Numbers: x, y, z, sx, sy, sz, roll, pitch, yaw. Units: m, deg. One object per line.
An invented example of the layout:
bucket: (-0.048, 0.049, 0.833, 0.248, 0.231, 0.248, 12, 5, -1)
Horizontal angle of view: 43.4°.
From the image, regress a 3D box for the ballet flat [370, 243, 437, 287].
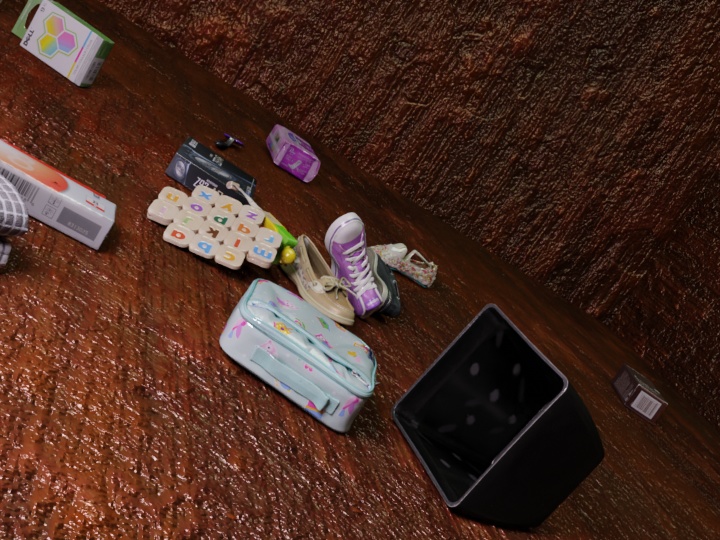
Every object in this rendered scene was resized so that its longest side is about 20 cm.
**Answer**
ballet flat: (0.100, -0.025, 2.082, 0.198, 0.065, 0.076, 26, 15, -35)

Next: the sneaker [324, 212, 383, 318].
sneaker: (0.001, 0.000, 1.490, 0.115, 0.072, 0.202, 51, -20, 32)

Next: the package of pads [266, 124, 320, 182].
package of pads: (-0.181, -0.313, 2.409, 0.119, 0.076, 0.200, 28, 13, -22)

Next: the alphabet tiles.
alphabet tiles: (-0.215, -0.065, 1.353, 0.196, 0.015, 0.197, 23, 27, -6)

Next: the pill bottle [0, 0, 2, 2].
pill bottle: (-0.814, -0.638, 1.848, 0.198, 0.115, 0.114, 30, 12, -22)

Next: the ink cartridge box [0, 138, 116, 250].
ink cartridge box: (-0.382, -0.114, 1.130, 0.160, 0.051, 0.201, 30, 16, -23)

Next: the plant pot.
plant pot: (0.191, 0.203, 1.150, 0.177, 0.200, 0.200, 39, 7, -33)

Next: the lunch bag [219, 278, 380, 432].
lunch bag: (-0.068, 0.100, 1.085, 0.198, 0.078, 0.161, 34, 12, -5)

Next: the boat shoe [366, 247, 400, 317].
boat shoe: (0.036, 0.025, 1.682, 0.065, 0.075, 0.200, 31, 13, -23)

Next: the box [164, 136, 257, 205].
box: (-0.273, -0.174, 1.682, 0.159, 0.044, 0.200, 33, 12, -11)

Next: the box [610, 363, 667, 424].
box: (0.760, 0.334, 2.471, 0.099, 0.076, 0.200, 33, 10, -2)

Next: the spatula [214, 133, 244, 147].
spatula: (-0.313, -0.301, 2.128, 0.056, 0.021, 0.200, 29, 13, -1)

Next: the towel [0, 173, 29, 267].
towel: (-0.425, -0.092, 0.833, 0.199, 0.086, 0.165, 39, 12, 20)

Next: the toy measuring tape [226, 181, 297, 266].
toy measuring tape: (-0.172, -0.066, 1.473, 0.200, 0.074, 0.073, 43, 15, 32)

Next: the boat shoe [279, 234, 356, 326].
boat shoe: (-0.066, 0.015, 1.461, 0.073, 0.063, 0.200, 22, 18, -48)

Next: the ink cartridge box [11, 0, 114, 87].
ink cartridge box: (-0.594, -0.458, 1.769, 0.198, 0.105, 0.059, 35, 11, 2)
